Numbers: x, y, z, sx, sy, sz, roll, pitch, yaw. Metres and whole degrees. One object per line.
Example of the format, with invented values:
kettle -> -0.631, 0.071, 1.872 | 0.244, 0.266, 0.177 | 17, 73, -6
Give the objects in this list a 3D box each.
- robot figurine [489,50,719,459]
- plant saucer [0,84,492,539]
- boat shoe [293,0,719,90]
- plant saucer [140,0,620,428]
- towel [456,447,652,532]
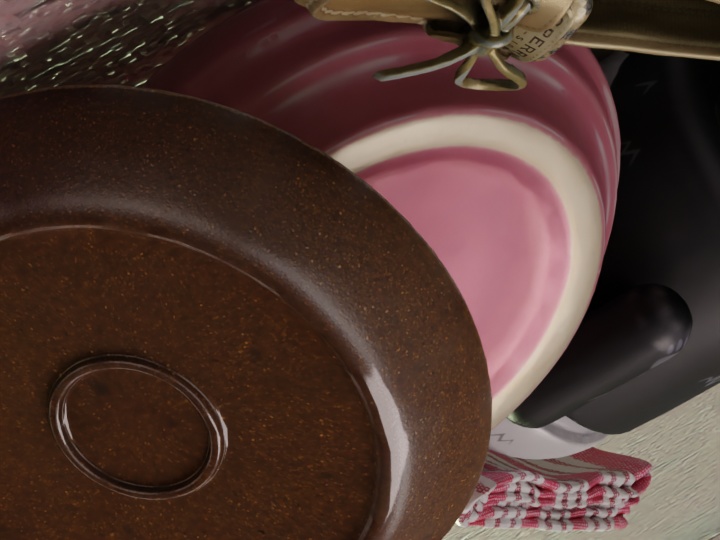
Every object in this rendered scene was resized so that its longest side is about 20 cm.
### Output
robot figurine -> 0.099, -0.014, 1.076 | 0.200, 0.125, 0.150 | -31, 162, 28
plant saucer -> -0.062, 0.037, 0.876 | 0.200, 0.200, 0.034 | -39, -162, 37
boat shoe -> 0.072, -0.084, 0.854 | 0.200, 0.063, 0.073 | -5, 173, -18
plant saucer -> 0.000, 0.000, 0.936 | 0.200, 0.051, 0.201 | -18, 135, -19
towel -> 0.023, 0.054, 1.169 | 0.030, 0.146, 0.200 | -63, 157, 7
